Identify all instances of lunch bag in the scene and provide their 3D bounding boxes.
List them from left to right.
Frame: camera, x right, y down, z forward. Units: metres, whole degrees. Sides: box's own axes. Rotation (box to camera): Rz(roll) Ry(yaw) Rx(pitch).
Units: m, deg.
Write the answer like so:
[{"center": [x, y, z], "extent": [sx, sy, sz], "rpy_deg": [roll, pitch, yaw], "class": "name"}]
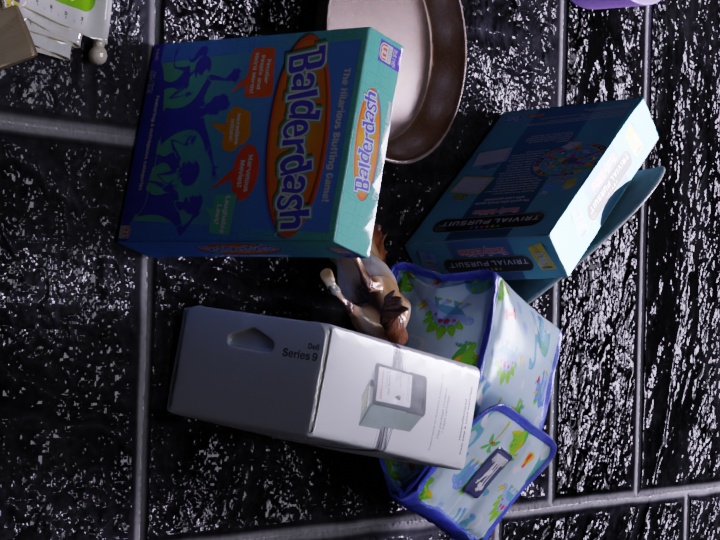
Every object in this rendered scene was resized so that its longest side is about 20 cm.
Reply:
[{"center": [0.084, 0.114, 1.672], "extent": [0.170, 0.127, 0.201], "rpy_deg": [38, 62, -58], "class": "lunch bag"}]

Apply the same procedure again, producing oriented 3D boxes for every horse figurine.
[{"center": [0.000, 0.000, 1.572], "extent": [0.133, 0.050, 0.200], "rpy_deg": [52, 8, -41], "class": "horse figurine"}]

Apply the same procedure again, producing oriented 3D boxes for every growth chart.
[{"center": [-0.228, -0.212, 1.347], "extent": [0.200, 0.018, 0.146], "rpy_deg": [4, 87, -54], "class": "growth chart"}]

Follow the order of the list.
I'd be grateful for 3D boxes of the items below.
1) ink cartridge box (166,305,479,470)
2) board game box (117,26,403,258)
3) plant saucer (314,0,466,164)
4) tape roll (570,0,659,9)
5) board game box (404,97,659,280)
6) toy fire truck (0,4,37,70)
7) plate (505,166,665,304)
[{"center": [-0.027, 0.090, 1.516], "extent": [0.200, 0.145, 0.085], "rpy_deg": [19, 79, -51], "class": "ink cartridge box"}, {"center": [-0.072, -0.086, 1.407], "extent": [0.045, 0.199, 0.153], "rpy_deg": [25, 70, -51], "class": "board game box"}, {"center": [0.021, -0.189, 1.671], "extent": [0.200, 0.034, 0.202], "rpy_deg": [-3, 94, -54], "class": "plant saucer"}, {"center": [0.245, -0.355, 1.947], "extent": [0.200, 0.065, 0.201], "rpy_deg": [0, 90, -54], "class": "tape roll"}, {"center": [0.151, -0.069, 1.748], "extent": [0.200, 0.150, 0.047], "rpy_deg": [-53, 126, -38], "class": "board game box"}, {"center": [-0.300, -0.157, 1.178], "extent": [0.200, 0.128, 0.177], "rpy_deg": [-22, 108, -64], "class": "toy fire truck"}, {"center": [0.188, -0.032, 1.790], "extent": [0.026, 0.200, 0.200], "rpy_deg": [47, 47, -4], "class": "plate"}]
